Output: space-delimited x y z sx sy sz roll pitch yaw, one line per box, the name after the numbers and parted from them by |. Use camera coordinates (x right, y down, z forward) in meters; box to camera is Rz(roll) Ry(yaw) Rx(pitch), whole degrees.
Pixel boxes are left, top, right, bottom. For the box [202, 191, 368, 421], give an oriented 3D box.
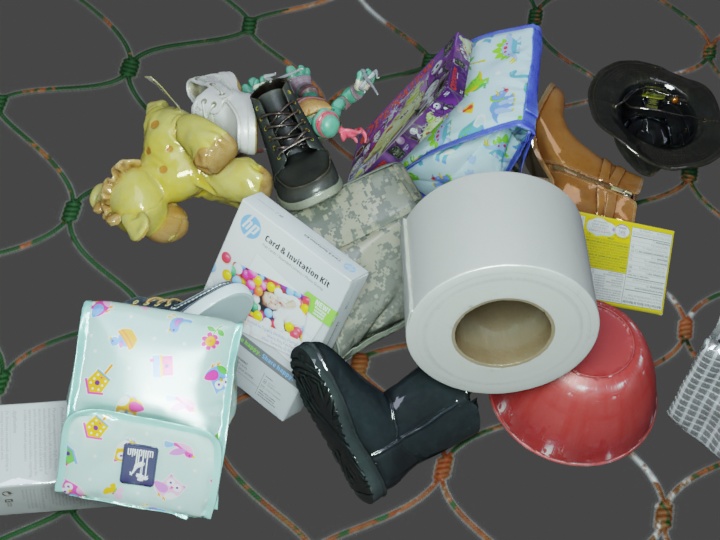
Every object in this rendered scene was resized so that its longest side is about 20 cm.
-0.096 0.041 1.656 0.156 0.200 0.041 37 30 17 | box

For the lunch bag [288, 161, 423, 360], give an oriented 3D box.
0.000 0.000 1.728 0.200 0.139 0.168 -26 75 -22 | lunch bag

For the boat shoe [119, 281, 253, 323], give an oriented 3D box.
-0.211 0.053 1.661 0.200 0.071 0.091 -37 57 15 | boat shoe

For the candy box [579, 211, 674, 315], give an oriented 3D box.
0.273 -0.013 1.768 0.199 0.026 0.103 10 90 -24 | candy box

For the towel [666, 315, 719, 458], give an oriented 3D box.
0.427 0.144 1.639 0.166 0.200 0.086 39 61 21 | towel

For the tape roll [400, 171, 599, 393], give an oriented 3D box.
0.144 0.015 1.597 0.202 0.203 0.139 2 47 -5 | tape roll

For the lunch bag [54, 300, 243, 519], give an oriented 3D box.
-0.212 0.142 1.533 0.170 0.122 0.201 10 77 -5 | lunch bag

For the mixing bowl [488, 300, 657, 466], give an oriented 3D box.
0.247 0.106 1.702 0.199 0.109 0.201 2 55 -4 | mixing bowl

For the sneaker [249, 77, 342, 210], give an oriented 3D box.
-0.082 -0.143 1.714 0.075 0.106 0.200 -25 26 -4 | sneaker

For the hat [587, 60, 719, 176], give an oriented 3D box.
0.367 -0.175 1.927 0.200 0.081 0.201 8 45 -8 | hat

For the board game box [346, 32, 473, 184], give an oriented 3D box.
0.057 -0.179 1.790 0.032 0.200 0.120 36 37 -14 | board game box

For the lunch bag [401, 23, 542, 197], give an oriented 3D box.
0.145 -0.186 1.830 0.127 0.200 0.170 27 50 -24 | lunch bag

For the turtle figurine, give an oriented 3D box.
-0.065 -0.204 1.851 0.149 0.101 0.200 -3 16 -27 | turtle figurine

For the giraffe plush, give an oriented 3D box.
-0.225 -0.100 1.773 0.200 0.173 0.162 40 82 -12 | giraffe plush

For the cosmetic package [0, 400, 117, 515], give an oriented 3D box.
-0.285 0.193 1.604 0.199 0.074 0.102 -2 56 -10 | cosmetic package

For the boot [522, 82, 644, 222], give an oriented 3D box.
0.278 -0.133 1.892 0.154 0.074 0.200 12 68 5 | boot

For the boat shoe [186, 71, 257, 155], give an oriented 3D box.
-0.171 -0.189 1.844 0.069 0.071 0.200 -2 23 -18 | boat shoe

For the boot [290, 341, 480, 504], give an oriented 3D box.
0.031 0.128 1.637 0.168 0.076 0.200 -34 107 -25 | boot
